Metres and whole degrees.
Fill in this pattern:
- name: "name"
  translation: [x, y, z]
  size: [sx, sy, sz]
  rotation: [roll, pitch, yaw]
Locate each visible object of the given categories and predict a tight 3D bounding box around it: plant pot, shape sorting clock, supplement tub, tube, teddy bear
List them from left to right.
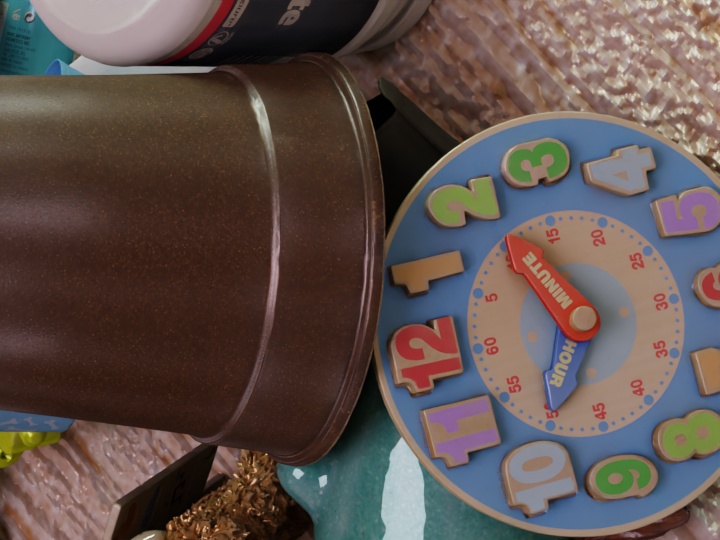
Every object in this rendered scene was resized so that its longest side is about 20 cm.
- name: "tube"
  translation: [-0.177, -0.197, 1.575]
  size: [0.077, 0.050, 0.201]
  rotation: [19, 102, 42]
- name: "plant pot"
  translation: [-0.116, -0.012, 1.295]
  size: [0.200, 0.198, 0.201]
  rotation: [-176, 90, -67]
- name: "teddy bear"
  translation: [-0.081, 0.148, 1.429]
  size: [0.067, 0.200, 0.145]
  rotation: [45, 121, 0]
- name: "supplement tub"
  translation: [-0.063, -0.172, 1.383]
  size: [0.140, 0.200, 0.141]
  rotation: [3, 96, 38]
- name: "shape sorting clock"
  translation: [0.102, 0.024, 1.288]
  size: [0.039, 0.199, 0.201]
  rotation: [150, 111, -81]

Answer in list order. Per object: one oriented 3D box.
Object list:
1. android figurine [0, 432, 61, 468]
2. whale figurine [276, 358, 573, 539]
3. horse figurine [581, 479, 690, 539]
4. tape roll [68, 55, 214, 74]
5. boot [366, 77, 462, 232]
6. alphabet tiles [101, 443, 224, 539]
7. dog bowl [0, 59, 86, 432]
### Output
- name: "android figurine"
  translation: [-0.213, 0.026, 1.561]
  size: [0.200, 0.041, 0.183]
  rotation: [-128, 30, -52]
- name: "whale figurine"
  translation: [0.036, 0.097, 1.334]
  size: [0.158, 0.104, 0.201]
  rotation: [-3, 112, 6]
- name: "horse figurine"
  translation: [0.136, 0.196, 1.348]
  size: [0.132, 0.050, 0.201]
  rotation: [3, 96, 34]
- name: "tape roll"
  translation: [-0.095, -0.030, 1.503]
  size: [0.202, 0.071, 0.203]
  rotation: [3, 94, 39]
- name: "boot"
  translation: [0.000, 0.000, 1.381]
  size: [0.200, 0.138, 0.078]
  rotation: [-44, 23, 22]
- name: "alphabet tiles"
  translation: [-0.126, 0.179, 1.466]
  size: [0.006, 0.200, 0.167]
  rotation: [24, 109, 13]
- name: "dog bowl"
  translation: [-0.158, -0.008, 1.431]
  size: [0.111, 0.049, 0.201]
  rotation: [149, 133, -68]
